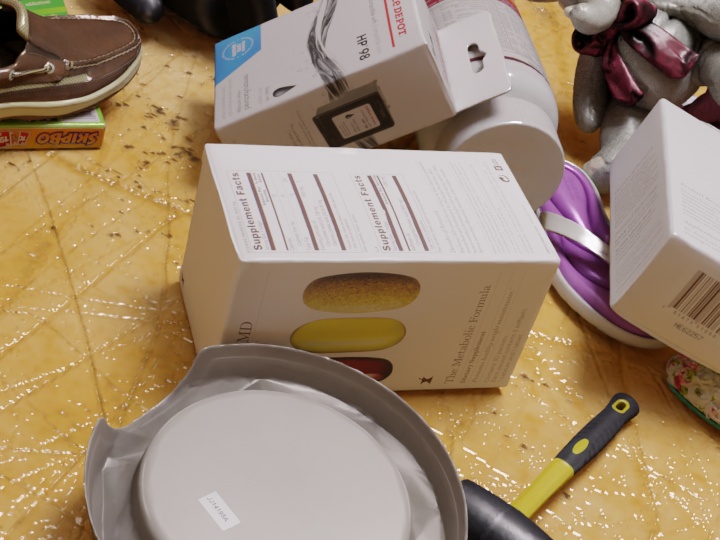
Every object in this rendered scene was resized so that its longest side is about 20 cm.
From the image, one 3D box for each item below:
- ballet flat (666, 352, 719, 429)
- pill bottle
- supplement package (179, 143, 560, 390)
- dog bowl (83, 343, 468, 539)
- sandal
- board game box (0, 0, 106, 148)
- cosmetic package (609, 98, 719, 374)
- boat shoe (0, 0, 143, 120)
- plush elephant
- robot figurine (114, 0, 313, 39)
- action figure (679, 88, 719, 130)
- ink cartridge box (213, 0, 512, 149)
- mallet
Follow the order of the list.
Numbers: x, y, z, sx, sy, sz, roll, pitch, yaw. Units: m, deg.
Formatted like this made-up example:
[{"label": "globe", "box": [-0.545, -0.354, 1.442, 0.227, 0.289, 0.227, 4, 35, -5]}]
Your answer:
[{"label": "ballet flat", "box": [0.294, 0.098, 0.842, 0.200, 0.064, 0.076, 36, 42, 21]}, {"label": "pill bottle", "box": [0.090, -0.133, 0.998, 0.109, 0.110, 0.200, 6, 40, -15]}, {"label": "supplement package", "box": [0.000, 0.000, 0.802, 0.199, 0.114, 0.110, -1, 41, -20]}, {"label": "dog bowl", "box": [-0.047, 0.128, 0.675, 0.199, 0.059, 0.200, 11, 39, -9]}, {"label": "sandal", "box": [0.169, -0.025, 0.949, 0.082, 0.050, 0.203, -2, 43, -24]}, {"label": "board game box", "box": [-0.256, -0.163, 0.955, 0.095, 0.030, 0.200, -4, 50, -26]}, {"label": "cosmetic package", "box": [0.230, -0.028, 0.892, 0.101, 0.074, 0.200, 31, 31, -8]}, {"label": "boat shoe", "box": [-0.227, -0.145, 0.874, 0.075, 0.075, 0.202, 42, 46, 21]}, {"label": "plush elephant", "box": [0.209, -0.197, 1.023, 0.155, 0.164, 0.200, 38, 41, -25]}, {"label": "robot figurine", "box": [-0.129, -0.270, 1.061, 0.200, 0.125, 0.150, 38, 30, 22]}, {"label": "action figure", "box": [0.304, -0.087, 1.064, 0.200, 0.134, 0.149, 36, 79, 33]}, {"label": "ink cartridge box", "box": [-0.002, -0.146, 0.928, 0.199, 0.067, 0.116, -21, 40, 11]}, {"label": "mallet", "box": [0.108, 0.116, 0.774, 0.066, 0.041, 0.200, 28, 35, 16]}]
